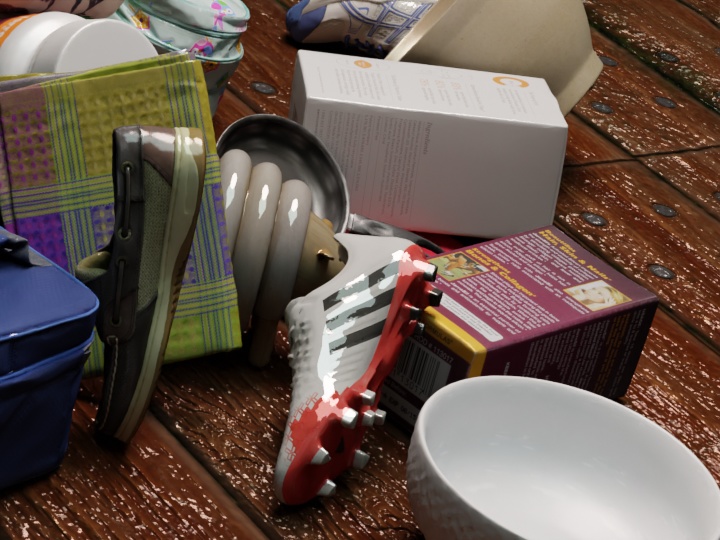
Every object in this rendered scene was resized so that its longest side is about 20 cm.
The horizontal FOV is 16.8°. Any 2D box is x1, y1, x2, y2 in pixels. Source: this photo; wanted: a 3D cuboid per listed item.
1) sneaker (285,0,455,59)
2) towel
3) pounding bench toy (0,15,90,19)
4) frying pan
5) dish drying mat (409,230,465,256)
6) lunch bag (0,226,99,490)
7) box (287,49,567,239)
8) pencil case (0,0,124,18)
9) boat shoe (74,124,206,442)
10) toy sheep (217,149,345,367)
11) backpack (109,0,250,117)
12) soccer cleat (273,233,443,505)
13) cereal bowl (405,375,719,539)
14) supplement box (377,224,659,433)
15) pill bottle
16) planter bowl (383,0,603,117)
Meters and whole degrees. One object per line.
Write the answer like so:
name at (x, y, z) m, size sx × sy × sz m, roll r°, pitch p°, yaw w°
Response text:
sneaker at (0.035, -0.206, 2.127) m, size 0.198 × 0.089 × 0.075 m, roll -6°, pitch -3°, yaw 4°
towel at (-0.156, -0.036, 1.554) m, size 0.142 × 0.202 × 0.023 m, roll -10°, pitch -3°, yaw -2°
pounding bench toy at (-0.242, -0.208, 1.823) m, size 0.198 × 0.156 × 0.125 m, roll 1°, pitch 63°, yaw -3°
frying pan at (-0.028, -0.056, 1.773) m, size 0.189 × 0.031 × 0.116 m, roll 3°, pitch 65°, yaw -34°
dish drying mat at (0.000, 0.000, 1.779) m, size 0.076 × 0.018 × 0.200 m, roll 26°, pitch 28°, yaw 20°
lunch bag at (-0.245, 0.047, 1.423) m, size 0.135 × 0.133 × 0.199 m, roll 31°, pitch 31°, yaw 26°
box at (0.046, -0.095, 1.860) m, size 0.198 × 0.098 × 0.125 m, roll 6°, pitch 21°, yaw -7°
pencil case at (-0.251, -0.218, 1.663) m, size 0.199 × 0.090 × 0.078 m, roll 0°, pitch 44°, yaw -29°
boat shoe at (-0.142, 0.005, 1.490) m, size 0.064 × 0.202 × 0.073 m, roll 11°, pitch 13°, yaw -10°
toy sheep at (-0.102, -0.018, 1.627) m, size 0.198 × 0.139 × 0.138 m, roll 12°, pitch 27°, yaw -8°
backpack at (-0.174, -0.201, 1.940) m, size 0.166 × 0.127 × 0.200 m, roll 3°, pitch 33°, yaw -31°
soccer cleat at (-0.019, 0.059, 1.540) m, size 0.085 × 0.069 × 0.201 m, roll 17°, pitch 61°, yaw 20°
cereal bowl at (0.118, 0.151, 1.488) m, size 0.198 × 0.084 × 0.200 m, roll 13°, pitch 28°, yaw -7°
supplement box at (0.095, 0.045, 1.672) m, size 0.199 × 0.086 × 0.110 m, roll -14°, pitch 39°, yaw -44°
pill bottle at (-0.230, -0.117, 1.674) m, size 0.114 × 0.115 × 0.199 m, roll -11°, pitch 7°, yaw -43°
planter bowl at (0.113, -0.170, 2.006) m, size 0.135 × 0.200 × 0.200 m, roll 44°, pitch 27°, yaw -6°
